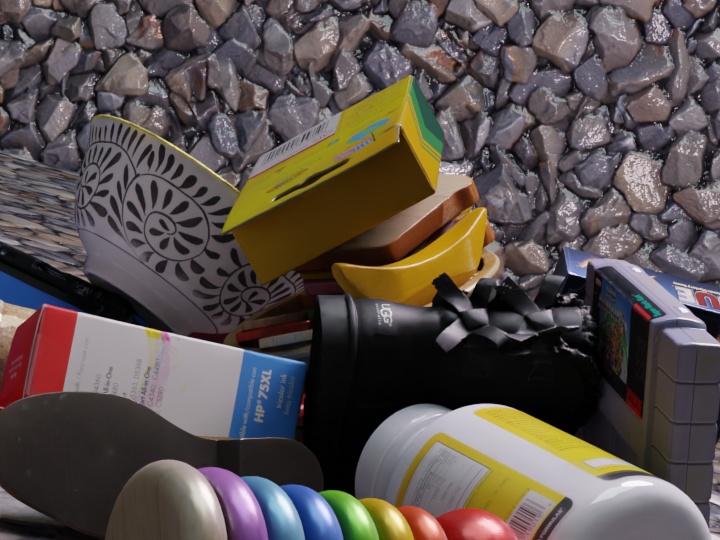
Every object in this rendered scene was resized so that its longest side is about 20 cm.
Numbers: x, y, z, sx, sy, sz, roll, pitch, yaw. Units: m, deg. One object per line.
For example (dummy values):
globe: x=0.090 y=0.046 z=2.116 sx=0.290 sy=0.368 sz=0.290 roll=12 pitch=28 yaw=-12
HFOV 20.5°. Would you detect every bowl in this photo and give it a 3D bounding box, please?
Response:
bowl: x=-0.135 y=-0.012 z=1.410 sx=0.200 sy=0.095 sz=0.201 roll=32 pitch=-12 yaw=8

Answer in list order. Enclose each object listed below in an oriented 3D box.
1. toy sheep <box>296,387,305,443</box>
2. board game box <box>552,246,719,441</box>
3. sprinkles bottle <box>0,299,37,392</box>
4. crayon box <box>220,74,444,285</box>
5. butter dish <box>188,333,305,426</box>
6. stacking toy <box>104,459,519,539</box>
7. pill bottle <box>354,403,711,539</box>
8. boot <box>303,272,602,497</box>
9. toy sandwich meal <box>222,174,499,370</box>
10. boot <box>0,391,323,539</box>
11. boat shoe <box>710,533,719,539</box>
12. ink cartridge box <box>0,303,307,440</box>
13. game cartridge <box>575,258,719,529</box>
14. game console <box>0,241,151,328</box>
toy sheep: x=0.021 y=0.085 z=1.327 sx=0.137 sy=0.139 sz=0.199 roll=19 pitch=9 yaw=37
board game box: x=0.158 y=0.092 z=1.253 sx=0.134 sy=0.201 sz=0.035 roll=14 pitch=30 yaw=-8
sprinkles bottle: x=-0.150 y=0.072 z=1.274 sx=0.198 sy=0.069 sz=0.068 roll=14 pitch=5 yaw=-12
crayon box: x=-0.014 y=-0.056 z=1.255 sx=0.126 sy=0.051 sz=0.200 roll=-27 pitch=12 yaw=12
butter dish: x=-0.045 y=0.035 z=1.553 sx=0.198 sy=0.149 sz=0.199 roll=19 pitch=6 yaw=43
stacking toy: x=-0.009 y=0.132 z=0.872 sx=0.198 sy=0.086 sz=0.085 roll=8 pitch=8 yaw=-34
pill bottle: x=0.081 y=0.134 z=1.022 sx=0.111 sy=0.113 sz=0.200 roll=12 pitch=6 yaw=-32
boot: x=0.048 y=0.077 z=1.158 sx=0.161 sy=0.074 sz=0.199 roll=1 pitch=-38 yaw=-7
toy sandwich meal: x=0.000 y=0.000 z=1.259 sx=0.203 sy=0.071 sz=0.205 roll=-17 pitch=11 yaw=3
boot: x=-0.119 y=0.110 z=1.050 sx=0.199 sy=0.074 sz=0.075 roll=15 pitch=-16 yaw=-38
boat shoe: x=0.176 y=0.172 z=1.129 sx=0.063 sy=0.071 sz=0.199 roll=10 pitch=5 yaw=-34
ink cartridge box: x=-0.143 y=0.070 z=1.162 sx=0.198 sy=0.068 sz=0.116 roll=14 pitch=-12 yaw=-16
game cartridge: x=0.153 y=0.073 z=1.096 sx=0.038 sy=0.131 sz=0.200 roll=-3 pitch=13 yaw=-6
game console: x=-0.239 y=0.059 z=1.444 sx=0.199 sy=0.119 sz=0.171 roll=22 pitch=-23 yaw=48
